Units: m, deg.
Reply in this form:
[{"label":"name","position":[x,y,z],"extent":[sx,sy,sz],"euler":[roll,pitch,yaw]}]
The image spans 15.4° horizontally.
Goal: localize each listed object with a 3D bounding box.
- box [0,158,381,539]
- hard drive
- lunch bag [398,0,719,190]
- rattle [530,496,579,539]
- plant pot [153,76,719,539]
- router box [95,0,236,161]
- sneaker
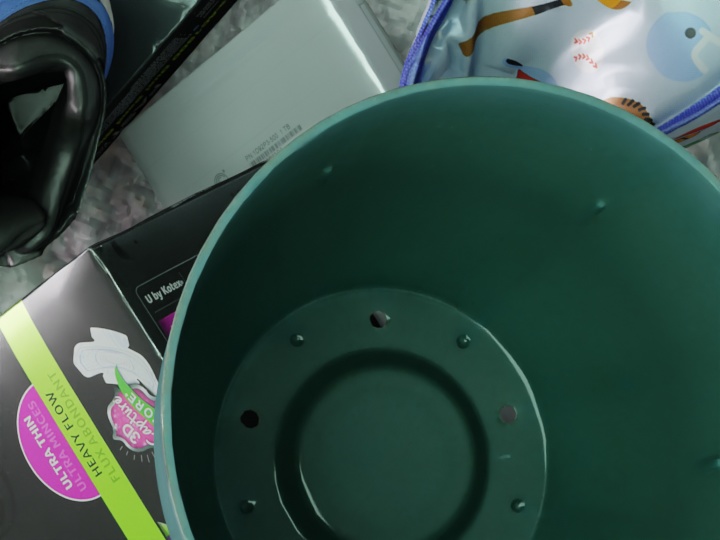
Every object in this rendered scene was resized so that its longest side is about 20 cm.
[{"label":"box","position":[-0.057,0.088,1.007],"extent":[0.148,0.124,0.201],"euler":[-35,87,37]},{"label":"hard drive","position":[0.000,0.000,1.029],"extent":[0.132,0.026,0.201],"euler":[-34,87,42]},{"label":"lunch bag","position":[0.107,-0.103,0.947],"extent":[0.200,0.170,0.124],"euler":[-40,83,17]},{"label":"rattle","position":[0.153,0.145,0.928],"extent":[0.142,0.130,0.201],"euler":[-30,67,24]},{"label":"plant pot","position":[0.025,0.054,0.851],"extent":[0.199,0.161,0.202],"euler":[2,81,-11]},{"label":"router box","position":[-0.127,-0.135,1.054],"extent":[0.150,0.062,0.200],"euler":[43,103,5]},{"label":"sneaker","position":[-0.164,-0.023,0.979],"extent":[0.077,0.111,0.200],"euler":[41,102,-19]}]
